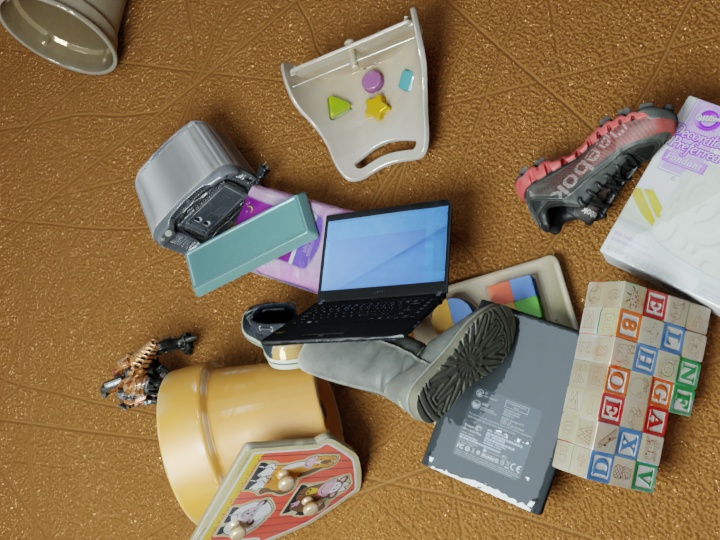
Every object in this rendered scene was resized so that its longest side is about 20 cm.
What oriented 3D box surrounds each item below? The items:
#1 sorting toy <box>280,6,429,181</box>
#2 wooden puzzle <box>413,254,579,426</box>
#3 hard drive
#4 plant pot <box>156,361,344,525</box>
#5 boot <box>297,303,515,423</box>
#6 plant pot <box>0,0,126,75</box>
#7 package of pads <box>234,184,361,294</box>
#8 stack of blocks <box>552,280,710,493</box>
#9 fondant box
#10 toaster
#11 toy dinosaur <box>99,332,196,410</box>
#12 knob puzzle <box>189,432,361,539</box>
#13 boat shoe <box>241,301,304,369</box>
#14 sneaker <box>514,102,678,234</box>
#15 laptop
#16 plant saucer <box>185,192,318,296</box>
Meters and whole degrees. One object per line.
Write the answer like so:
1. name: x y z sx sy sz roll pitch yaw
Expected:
1. sorting toy: 0.016 -0.220 1.006 0.200 0.107 0.180 -16 78 21
2. wooden puzzle: 0.158 0.091 0.885 0.200 0.046 0.185 -19 70 21
3. hard drive: 0.167 0.146 0.828 0.140 0.033 0.200 19 84 25
4. plant pot: -0.124 0.196 0.928 0.183 0.200 0.200 -17 70 5
5. boot: 0.049 0.082 0.844 0.182 0.073 0.200 -34 26 -27
6. plant pot: -0.475 -0.467 1.262 0.200 0.200 0.184 7 69 27
7. package of pads: -0.078 -0.038 1.015 0.200 0.076 0.121 18 84 28
8. stack of blocks: 0.282 0.121 0.775 0.059 0.115 0.200 175 110 -70
9. fondant box: 0.376 -0.070 0.812 0.144 0.058 0.200 30 91 29
10. toaster: -0.236 -0.128 1.093 0.200 0.114 0.129 -42 61 13
11. toy dinosaur: -0.289 0.147 1.034 0.200 0.136 0.102 -19 83 65
12. knob puzzle: -0.077 0.267 0.876 0.220 0.220 0.030 -43 49 11
13. boat shoe: -0.110 0.069 0.963 0.075 0.200 0.062 -7 103 -17
14. sneaker: 0.269 -0.106 0.839 0.200 0.071 0.098 -32 53 36
15. laptop: 0.000 0.000 0.849 0.177 0.200 0.103 -6 105 29
16. plant saucer: -0.151 -0.035 0.997 0.200 0.019 0.070 -26 68 20
